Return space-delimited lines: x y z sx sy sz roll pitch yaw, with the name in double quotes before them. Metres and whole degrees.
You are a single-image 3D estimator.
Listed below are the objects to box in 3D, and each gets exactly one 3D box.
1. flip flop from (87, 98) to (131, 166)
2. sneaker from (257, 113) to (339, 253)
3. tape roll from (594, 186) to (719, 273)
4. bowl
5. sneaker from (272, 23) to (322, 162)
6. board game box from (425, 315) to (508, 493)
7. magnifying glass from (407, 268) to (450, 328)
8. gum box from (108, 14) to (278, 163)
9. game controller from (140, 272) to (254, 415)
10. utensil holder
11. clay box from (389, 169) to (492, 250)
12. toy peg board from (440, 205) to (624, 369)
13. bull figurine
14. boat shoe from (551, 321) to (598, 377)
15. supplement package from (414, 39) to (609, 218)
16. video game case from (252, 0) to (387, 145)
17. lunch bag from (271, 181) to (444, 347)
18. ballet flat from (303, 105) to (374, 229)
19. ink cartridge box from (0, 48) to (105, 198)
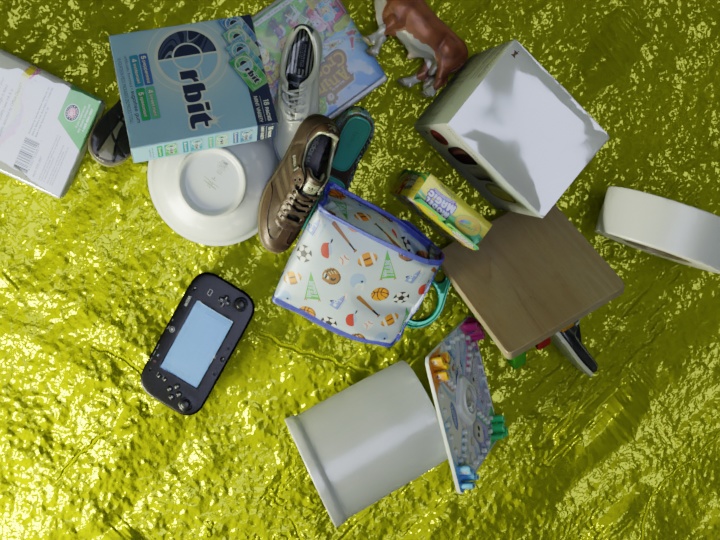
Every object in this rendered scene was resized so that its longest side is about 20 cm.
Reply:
"flip flop" -0.297 -0.216 1.293 0.081 0.058 0.201 41 69 -4
"sneaker" -0.085 -0.114 1.267 0.069 0.075 0.204 16 101 -25
"tape roll" 0.451 -0.060 1.378 0.198 0.202 0.072 18 93 -11
"bowl" -0.204 -0.127 1.303 0.196 0.090 0.206 -1 102 -5
"sneaker" -0.092 -0.243 1.298 0.071 0.071 0.205 3 93 8
"board game box" 0.162 0.190 1.370 0.025 0.199 0.204 -10 101 27
"magnifying glass" 0.126 0.003 1.421 0.079 0.022 0.201 42 88 -12
"gum box" -0.224 -0.246 1.254 0.196 0.045 0.173 -12 72 -12
"game controller" -0.238 0.107 1.360 0.103 0.042 0.203 29 91 -12
"utensil holder" 0.012 0.246 1.358 0.197 0.170 0.173 -28 101 -7
"clay box" 0.113 -0.088 1.316 0.114 0.200 0.048 38 90 -13
"toy peg board" 0.243 0.025 1.362 0.196 0.201 0.099 -28 146 -10
"bull figurine" 0.068 -0.346 1.341 0.199 0.065 0.122 38 83 -14
"boat shoe" 0.313 0.076 1.437 0.067 0.072 0.202 -36 99 -3
"supplement package" 0.206 -0.196 1.319 0.191 0.200 0.148 41 89 -11
"video game case" -0.088 -0.298 1.345 0.198 0.022 0.184 -35 102 -4
"lunch bag" 0.000 0.000 1.327 0.197 0.124 0.172 26 118 -5
"ballet flat" -0.040 -0.150 1.345 0.073 0.075 0.201 31 114 -12
"ink cartridge box" -0.465 -0.207 1.258 0.197 0.087 0.148 25 92 -14
